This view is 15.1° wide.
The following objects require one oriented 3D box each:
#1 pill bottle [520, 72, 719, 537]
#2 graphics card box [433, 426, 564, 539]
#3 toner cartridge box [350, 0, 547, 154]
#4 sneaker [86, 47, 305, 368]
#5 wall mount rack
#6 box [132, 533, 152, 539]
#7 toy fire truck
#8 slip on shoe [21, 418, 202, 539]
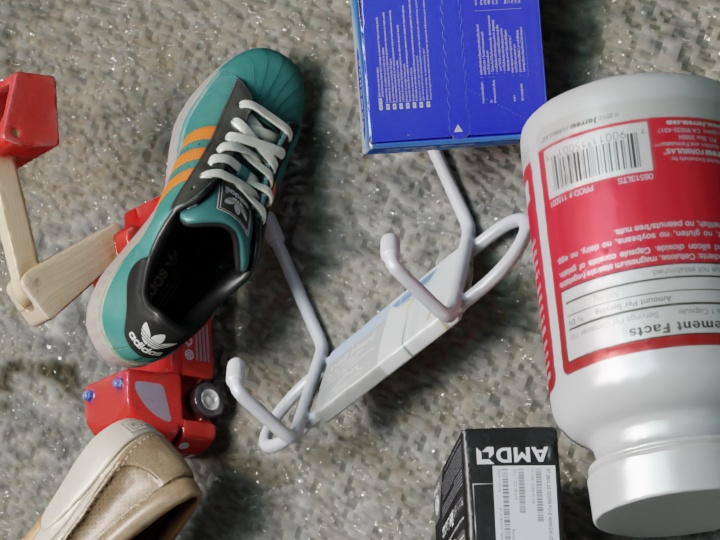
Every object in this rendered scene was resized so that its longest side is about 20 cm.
[{"bbox_3d":[0.140,0.018,1.276,0.112,0.112,0.201,-19,67,35],"label":"pill bottle"},{"bbox_3d":[0.068,0.184,1.288,0.051,0.126,0.201,-2,72,-5],"label":"graphics card box"},{"bbox_3d":[0.041,-0.163,1.393,0.095,0.043,0.201,-4,88,-5],"label":"toner cartridge box"},{"bbox_3d":[-0.074,-0.036,1.466,0.080,0.071,0.201,-11,49,59],"label":"sneaker"},{"bbox_3d":[0.000,0.000,1.431,0.200,0.075,0.174,-39,18,25],"label":"wall mount rack"},{"bbox_3d":[-0.174,0.264,1.518,0.198,0.050,0.201,-16,68,35],"label":"box"},{"bbox_3d":[-0.148,0.000,1.500,0.049,0.141,0.201,-23,64,48],"label":"toy fire truck"},{"bbox_3d":[-0.155,0.176,1.456,0.061,0.076,0.200,39,96,28],"label":"slip on shoe"}]
